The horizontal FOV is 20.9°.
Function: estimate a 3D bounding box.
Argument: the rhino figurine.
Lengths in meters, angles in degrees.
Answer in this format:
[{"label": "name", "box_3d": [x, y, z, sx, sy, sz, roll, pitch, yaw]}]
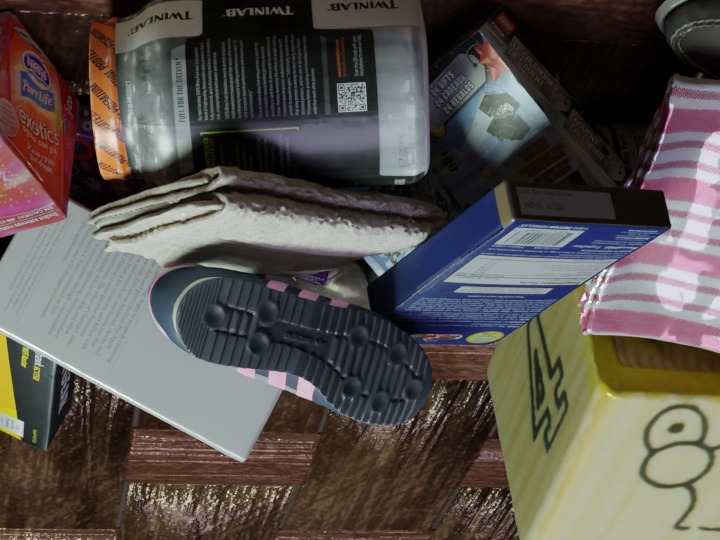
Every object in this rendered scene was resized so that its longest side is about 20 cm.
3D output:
[{"label": "rhino figurine", "box_3d": [0.000, 0.000, 1.437, 0.087, 0.060, 0.200, -33, 141, 16]}]

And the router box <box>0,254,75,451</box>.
[{"label": "router box", "box_3d": [-0.284, 0.048, 1.449, 0.148, 0.051, 0.200, 25, 151, 2]}]

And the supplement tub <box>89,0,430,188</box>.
[{"label": "supplement tub", "box_3d": [-0.060, -0.108, 1.177, 0.198, 0.124, 0.123, -3, 152, -2]}]

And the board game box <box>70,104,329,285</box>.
[{"label": "board game box", "box_3d": [-0.113, -0.052, 1.317, 0.198, 0.032, 0.120, 15, 147, 4]}]

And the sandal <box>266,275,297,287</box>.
[{"label": "sandal", "box_3d": [-0.058, 0.010, 1.480, 0.076, 0.043, 0.200, -20, 148, 28]}]

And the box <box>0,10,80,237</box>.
[{"label": "box", "box_3d": [-0.285, -0.073, 1.224, 0.198, 0.100, 0.096, -14, 140, 18]}]

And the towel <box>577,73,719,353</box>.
[{"label": "towel", "box_3d": [0.236, -0.028, 1.264, 0.145, 0.030, 0.201, 10, 126, -12]}]

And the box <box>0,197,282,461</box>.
[{"label": "box", "box_3d": [-0.149, 0.035, 1.299, 0.199, 0.098, 0.124, 30, 174, -10]}]

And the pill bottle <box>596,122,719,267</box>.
[{"label": "pill bottle", "box_3d": [0.212, -0.046, 1.338, 0.198, 0.113, 0.113, -3, 152, -2]}]

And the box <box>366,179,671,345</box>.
[{"label": "box", "box_3d": [0.088, -0.001, 1.230, 0.120, 0.033, 0.200, 2, 155, -32]}]

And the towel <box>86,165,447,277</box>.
[{"label": "towel", "box_3d": [-0.055, -0.025, 1.192, 0.199, 0.035, 0.132, 7, 166, -44]}]

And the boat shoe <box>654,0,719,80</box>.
[{"label": "boat shoe", "box_3d": [0.275, -0.129, 1.246, 0.200, 0.061, 0.072, 14, 147, -30]}]

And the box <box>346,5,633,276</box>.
[{"label": "box", "box_3d": [0.063, -0.065, 1.281, 0.137, 0.040, 0.200, 50, 133, -8]}]

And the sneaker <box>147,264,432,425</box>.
[{"label": "sneaker", "box_3d": [-0.044, 0.040, 1.228, 0.199, 0.071, 0.082, 25, 179, -33]}]

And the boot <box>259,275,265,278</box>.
[{"label": "boot", "box_3d": [-0.158, 0.018, 1.455, 0.199, 0.071, 0.144, 5, 160, 9]}]

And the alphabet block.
[{"label": "alphabet block", "box_3d": [0.219, 0.084, 1.451, 0.193, 0.197, 0.201, 3, 137, -16]}]
